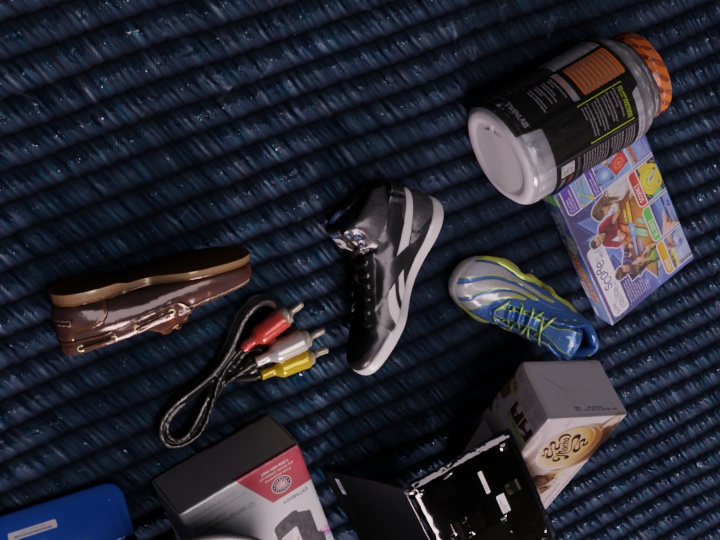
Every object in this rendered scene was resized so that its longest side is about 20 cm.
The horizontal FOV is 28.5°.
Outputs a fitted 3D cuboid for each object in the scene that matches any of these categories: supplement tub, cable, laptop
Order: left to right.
[{"bbox_3d":[-0.129,0.101,1.444,0.200,0.050,0.097,-37,122,-14],"label":"cable"},{"bbox_3d":[0.090,0.262,1.580,0.199,0.103,0.178,-29,122,-4],"label":"laptop"},{"bbox_3d":[0.224,-0.166,1.503,0.199,0.122,0.123,-30,121,-16],"label":"supplement tub"}]

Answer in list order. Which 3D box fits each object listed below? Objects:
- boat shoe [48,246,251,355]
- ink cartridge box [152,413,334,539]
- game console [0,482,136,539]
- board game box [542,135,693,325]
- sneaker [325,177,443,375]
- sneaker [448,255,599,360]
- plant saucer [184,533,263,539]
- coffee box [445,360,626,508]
[{"bbox_3d":[-0.199,0.028,1.366,0.199,0.070,0.071,-14,108,-16],"label":"boat shoe"},{"bbox_3d":[-0.111,0.278,1.504,0.145,0.083,0.201,-29,121,-18],"label":"ink cartridge box"},{"bbox_3d":[-0.325,0.326,1.438,0.199,0.118,0.172,-15,85,-25],"label":"game console"},{"bbox_3d":[0.298,-0.053,1.643,0.135,0.034,0.201,-37,123,-12],"label":"board game box"},{"bbox_3d":[0.000,0.000,1.475,0.111,0.073,0.201,22,89,-31],"label":"sneaker"},{"bbox_3d":[0.193,0.045,1.577,0.199,0.105,0.076,22,96,-35],"label":"sneaker"},{"bbox_3d":[-0.151,0.337,1.429,0.199,0.050,0.201,-6,118,-12],"label":"plant saucer"},{"bbox_3d":[0.192,0.192,1.598,0.112,0.080,0.200,1,138,-32],"label":"coffee box"}]
